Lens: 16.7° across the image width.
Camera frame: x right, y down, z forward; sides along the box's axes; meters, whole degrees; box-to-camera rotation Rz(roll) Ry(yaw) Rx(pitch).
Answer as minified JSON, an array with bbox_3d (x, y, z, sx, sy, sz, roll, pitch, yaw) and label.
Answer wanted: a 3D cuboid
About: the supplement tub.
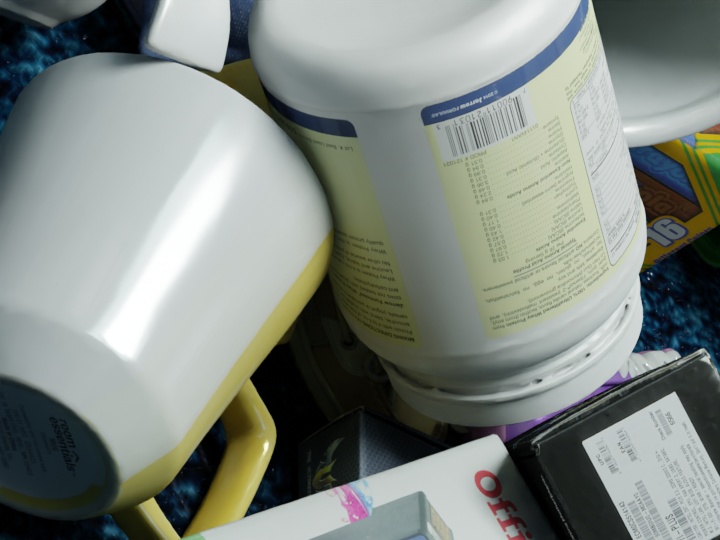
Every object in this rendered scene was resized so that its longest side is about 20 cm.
[{"bbox_3d":[0.044,-0.047,1.061,0.145,0.144,0.201,-72,151,-48],"label":"supplement tub"}]

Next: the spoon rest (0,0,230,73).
[{"bbox_3d":[-0.122,-0.133,1.056,0.099,0.200,0.061,19,91,-43],"label":"spoon rest"}]

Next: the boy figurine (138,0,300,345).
[{"bbox_3d":[-0.065,-0.064,1.124,0.064,0.124,0.201,47,36,-79],"label":"boy figurine"}]

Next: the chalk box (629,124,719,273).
[{"bbox_3d":[0.107,-0.100,1.332,0.199,0.124,0.125,28,44,-34],"label":"chalk box"}]

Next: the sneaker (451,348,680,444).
[{"bbox_3d":[0.116,0.089,1.230,0.200,0.080,0.089,2,73,-61],"label":"sneaker"}]

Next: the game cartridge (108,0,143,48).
[{"bbox_3d":[-0.095,-0.175,1.233,0.129,0.038,0.201,-29,87,-51],"label":"game cartridge"}]

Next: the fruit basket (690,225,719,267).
[{"bbox_3d":[0.254,-0.090,1.431,0.156,0.215,0.216,52,36,-7],"label":"fruit basket"}]

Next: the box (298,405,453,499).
[{"bbox_3d":[0.044,0.179,1.106,0.157,0.051,0.201,27,45,-33],"label":"box"}]

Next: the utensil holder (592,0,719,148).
[{"bbox_3d":[0.121,-0.190,1.199,0.169,0.170,0.201,22,40,-38],"label":"utensil holder"}]

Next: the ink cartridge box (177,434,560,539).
[{"bbox_3d":[-0.001,0.167,0.972,0.199,0.088,0.146,-13,63,-36],"label":"ink cartridge box"}]

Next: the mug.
[{"bbox_3d":[-0.091,0.028,0.993,0.186,0.149,0.154,38,47,-13],"label":"mug"}]

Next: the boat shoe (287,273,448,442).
[{"bbox_3d":[0.001,-0.001,1.170,0.073,0.063,0.202,-15,85,-54],"label":"boat shoe"}]

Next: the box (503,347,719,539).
[{"bbox_3d":[0.141,0.146,1.057,0.201,0.086,0.164,62,-7,3],"label":"box"}]
